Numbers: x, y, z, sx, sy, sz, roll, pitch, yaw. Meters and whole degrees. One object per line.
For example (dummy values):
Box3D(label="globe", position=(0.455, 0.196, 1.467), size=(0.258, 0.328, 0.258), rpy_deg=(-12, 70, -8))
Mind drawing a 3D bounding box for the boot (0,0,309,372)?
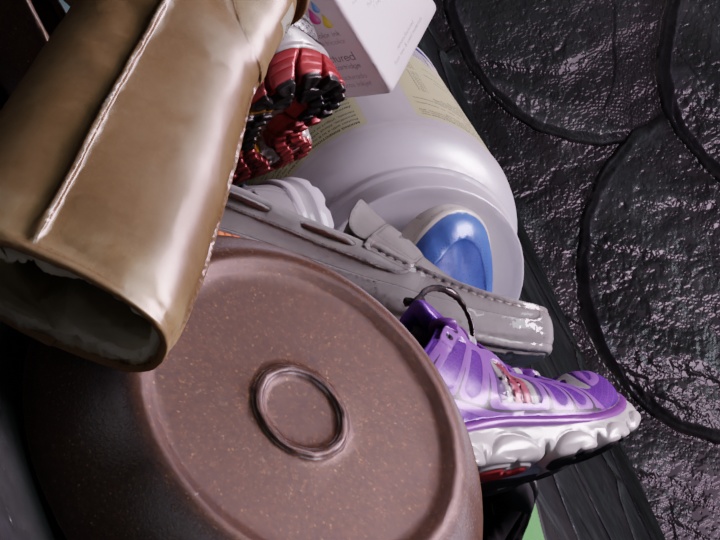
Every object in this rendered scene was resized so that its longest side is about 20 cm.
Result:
Box3D(label="boot", position=(-0.117, -0.078, 0.941), size=(0.066, 0.174, 0.201), rpy_deg=(109, 3, -53))

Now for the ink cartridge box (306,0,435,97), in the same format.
Box3D(label="ink cartridge box", position=(-0.062, -0.178, 1.244), size=(0.200, 0.116, 0.067), rpy_deg=(55, 48, -33))

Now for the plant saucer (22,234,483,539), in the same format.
Box3D(label="plant saucer", position=(-0.030, 0.061, 0.946), size=(0.200, 0.037, 0.201), rpy_deg=(20, 48, -23))

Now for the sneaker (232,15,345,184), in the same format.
Box3D(label="sneaker", position=(-0.062, -0.093, 1.242), size=(0.083, 0.078, 0.200), rpy_deg=(69, -24, 10))

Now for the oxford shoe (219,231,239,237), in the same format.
Box3D(label="oxford shoe", position=(-0.086, 0.017, 1.084), size=(0.200, 0.071, 0.073), rpy_deg=(39, 43, -57))

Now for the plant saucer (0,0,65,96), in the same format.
Box3D(label="plant saucer", position=(-0.138, -0.109, 1.130), size=(0.201, 0.037, 0.201), rpy_deg=(62, 9, -17))

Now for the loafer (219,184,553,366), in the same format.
Box3D(label="loafer", position=(0.000, 0.000, 1.206), size=(0.070, 0.199, 0.070), rpy_deg=(132, -29, -73))

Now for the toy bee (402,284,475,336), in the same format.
Box3D(label="toy bee", position=(-0.016, 0.109, 1.126), size=(0.131, 0.108, 0.200), rpy_deg=(63, 35, -13))

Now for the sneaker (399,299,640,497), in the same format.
Box3D(label="sneaker", position=(0.050, 0.053, 1.083), size=(0.200, 0.080, 0.084), rpy_deg=(2, 69, -53))

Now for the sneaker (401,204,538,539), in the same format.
Box3D(label="sneaker", position=(0.052, 0.071, 1.264), size=(0.077, 0.201, 0.111), rpy_deg=(15, 1, -38))

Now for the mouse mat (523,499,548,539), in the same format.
Box3D(label="mouse mat", position=(0.061, 0.179, 1.371), size=(0.161, 0.008, 0.201), rpy_deg=(25, 42, -38))

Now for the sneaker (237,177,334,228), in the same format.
Box3D(label="sneaker", position=(-0.045, 0.049, 1.257), size=(0.082, 0.075, 0.201), rpy_deg=(1, 63, -41))

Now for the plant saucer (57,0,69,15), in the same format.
Box3D(label="plant saucer", position=(-0.120, -0.164, 1.124), size=(0.201, 0.036, 0.200), rpy_deg=(62, 8, -15))

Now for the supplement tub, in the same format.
Box3D(label="supplement tub", position=(0.004, -0.040, 1.403), size=(0.145, 0.145, 0.200), rpy_deg=(58, 3, -34))
